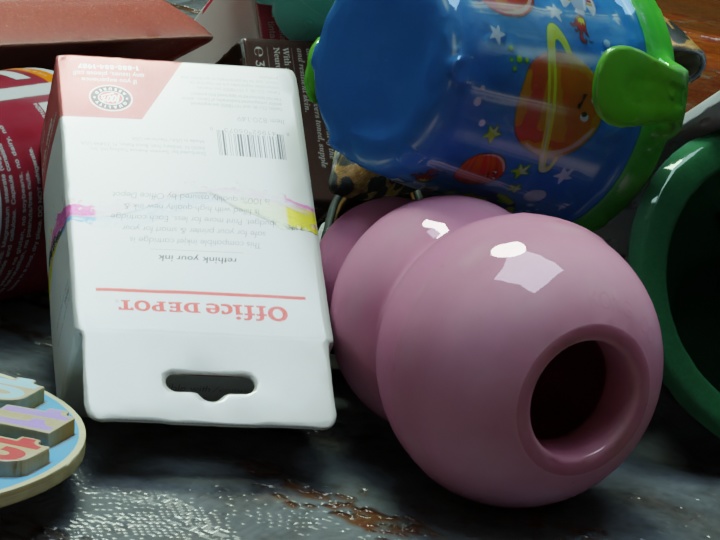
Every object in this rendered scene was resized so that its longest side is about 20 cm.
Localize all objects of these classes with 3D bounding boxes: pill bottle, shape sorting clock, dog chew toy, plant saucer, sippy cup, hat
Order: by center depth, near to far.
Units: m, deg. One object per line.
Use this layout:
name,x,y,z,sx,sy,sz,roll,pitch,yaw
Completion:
shape sorting clock,-0.209,0.063,0.996,0.199,0.039,0.200,7,16,-2
dog chew toy,0.043,0.024,1.095,0.124,0.125,0.200,-2,18,-30
sippy cup,0.053,-0.087,1.145,0.130,0.178,0.140,6,55,-43
pill bottle,-0.213,-0.033,1.191,0.113,0.114,0.200,18,18,32
hat,0.177,0.038,1.241,0.199,0.166,0.176,24,-24,-18
plant saucer,-0.221,-0.119,1.456,0.199,0.037,0.200,-7,-9,-41

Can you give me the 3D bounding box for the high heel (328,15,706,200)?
high heel,0.080,-0.084,1.267,0.142,0.072,0.200,8,34,31

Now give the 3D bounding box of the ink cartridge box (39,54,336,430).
ink cartridge box,-0.080,0.002,1.121,0.116,0.068,0.201,3,52,-15

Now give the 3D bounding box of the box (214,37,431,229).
box,0.016,-0.071,1.422,0.199,0.101,0.075,0,-18,-26

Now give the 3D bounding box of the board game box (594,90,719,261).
board game box,0.208,-0.055,1.249,0.200,0.200,0.026,26,37,-52

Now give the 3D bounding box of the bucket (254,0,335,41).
bucket,0.028,-0.226,1.431,0.206,0.208,0.135,0,-20,-25

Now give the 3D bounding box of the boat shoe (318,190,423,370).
boat shoe,0.000,0.000,1.264,0.071,0.068,0.200,10,19,4

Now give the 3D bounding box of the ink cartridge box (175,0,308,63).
ink cartridge box,0.001,-0.125,1.542,0.199,0.085,0.145,0,-21,-25
